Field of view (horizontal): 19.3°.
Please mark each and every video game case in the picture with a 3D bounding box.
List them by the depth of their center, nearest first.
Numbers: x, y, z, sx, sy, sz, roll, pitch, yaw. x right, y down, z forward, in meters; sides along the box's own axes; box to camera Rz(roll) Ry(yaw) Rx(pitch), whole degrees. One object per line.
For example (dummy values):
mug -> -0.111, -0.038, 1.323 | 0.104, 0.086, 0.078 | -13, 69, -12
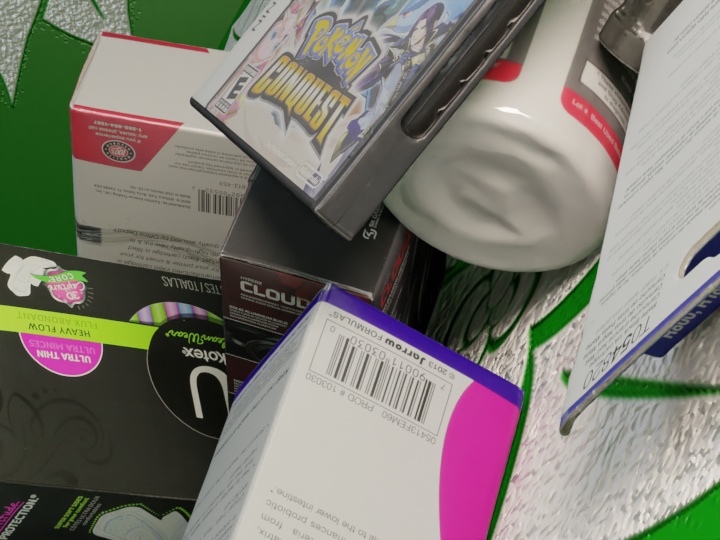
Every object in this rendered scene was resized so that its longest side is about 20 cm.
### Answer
video game case -> 0.014, -0.114, 0.899 | 0.181, 0.025, 0.200 | -51, 25, 1

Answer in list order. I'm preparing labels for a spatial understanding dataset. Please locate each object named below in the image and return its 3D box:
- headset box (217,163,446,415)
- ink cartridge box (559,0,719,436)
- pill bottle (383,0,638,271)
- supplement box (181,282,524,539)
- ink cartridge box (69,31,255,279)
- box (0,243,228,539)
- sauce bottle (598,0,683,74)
headset box -> -0.008, -0.008, 1.012 | 0.201, 0.076, 0.150 | 94, -166, -54
ink cartridge box -> 0.146, -0.058, 0.705 | 0.200, 0.040, 0.201 | -49, 17, 49
pill bottle -> 0.082, -0.108, 0.939 | 0.111, 0.110, 0.201 | -46, 19, 54
supplement box -> -0.018, 0.125, 0.851 | 0.103, 0.101, 0.201 | -49, 16, 48
ink cartridge box -> -0.119, -0.054, 1.466 | 0.201, 0.143, 0.085 | 95, -173, -47
box -> -0.141, 0.088, 1.122 | 0.124, 0.199, 0.150 | -47, 46, 39
sauce bottle -> 0.164, -0.164, 0.832 | 0.201, 0.066, 0.066 | -60, 11, 18
